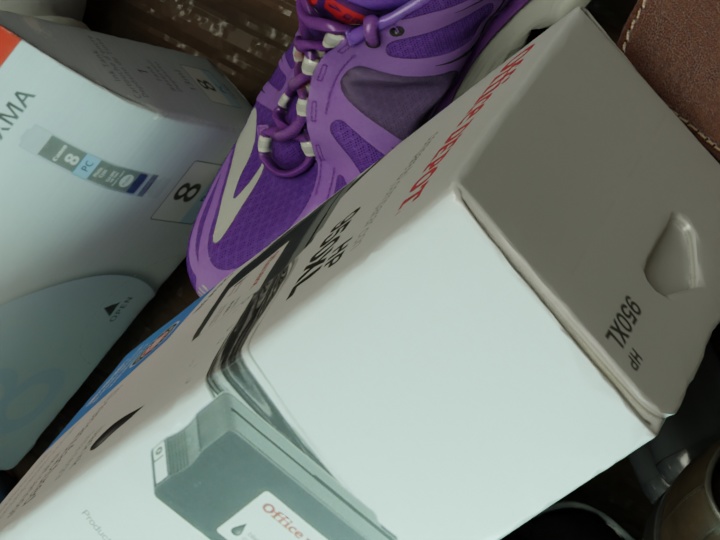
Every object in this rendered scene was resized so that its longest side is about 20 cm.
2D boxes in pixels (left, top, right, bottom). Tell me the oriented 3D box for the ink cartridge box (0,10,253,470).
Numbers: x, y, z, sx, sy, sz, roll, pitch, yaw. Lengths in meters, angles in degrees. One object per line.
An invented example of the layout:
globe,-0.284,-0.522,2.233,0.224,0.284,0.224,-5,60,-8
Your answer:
ink cartridge box,-0.135,-0.006,0.822,0.160,0.200,0.047,-49,67,18

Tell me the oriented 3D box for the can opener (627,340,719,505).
can opener,0.111,0.048,0.817,0.066,0.053,0.200,-25,76,-14

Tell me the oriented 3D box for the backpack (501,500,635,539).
backpack,0.032,0.185,0.755,0.178,0.200,0.151,49,139,19

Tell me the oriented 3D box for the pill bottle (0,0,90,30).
pill bottle,-0.166,-0.114,0.914,0.114,0.114,0.200,-36,73,19

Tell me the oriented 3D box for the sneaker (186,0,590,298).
sneaker,-0.002,-0.069,0.795,0.081,0.083,0.200,46,113,33

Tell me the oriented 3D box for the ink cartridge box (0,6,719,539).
ink cartridge box,0.000,0.033,0.724,0.200,0.145,0.084,-37,99,29

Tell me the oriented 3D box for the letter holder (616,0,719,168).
letter holder,0.188,-0.096,0.756,0.142,0.100,0.200,42,104,27

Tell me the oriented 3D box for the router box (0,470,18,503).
router box,-0.134,0.136,0.863,0.062,0.150,0.200,-48,70,15

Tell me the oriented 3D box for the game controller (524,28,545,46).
game controller,0.000,0.000,0.862,0.104,0.042,0.201,22,97,37

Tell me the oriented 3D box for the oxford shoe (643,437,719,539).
oxford shoe,0.182,0.056,0.729,0.199,0.084,0.073,-16,68,-7
